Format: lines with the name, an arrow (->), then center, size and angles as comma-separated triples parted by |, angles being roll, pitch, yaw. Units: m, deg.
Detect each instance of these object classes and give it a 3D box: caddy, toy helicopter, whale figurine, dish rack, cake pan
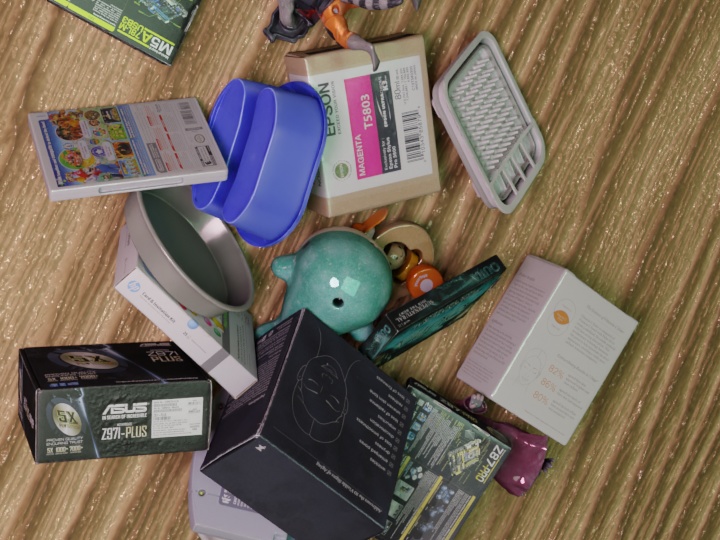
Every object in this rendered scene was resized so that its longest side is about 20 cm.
caddy -> -0.112, -0.130, 1.388 | 0.104, 0.141, 0.203 | 14, 97, -43
toy helicopter -> 0.000, 0.000, 1.510 | 0.198, 0.079, 0.133 | -28, 118, -2
whale figurine -> -0.049, 0.043, 1.444 | 0.159, 0.104, 0.200 | 40, 108, -15
dish rack -> 0.161, -0.188, 1.518 | 0.201, 0.043, 0.172 | 61, 43, -23
cake pan -> -0.199, -0.029, 1.360 | 0.037, 0.201, 0.200 | -34, 116, 17

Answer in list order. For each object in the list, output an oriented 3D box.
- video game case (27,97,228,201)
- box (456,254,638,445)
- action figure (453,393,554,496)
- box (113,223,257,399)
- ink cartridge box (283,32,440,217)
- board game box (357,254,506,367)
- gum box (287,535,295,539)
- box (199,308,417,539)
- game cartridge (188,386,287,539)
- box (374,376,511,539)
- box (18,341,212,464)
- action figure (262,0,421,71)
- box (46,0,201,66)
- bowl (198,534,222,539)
video game case -> -0.263, -0.140, 1.330 | 0.197, 0.144, 0.018 | -9, 136, -21
box -> 0.256, 0.108, 1.623 | 0.151, 0.106, 0.202 | 33, 88, -25
action figure -> 0.166, 0.221, 1.619 | 0.198, 0.149, 0.135 | 29, 107, -1
box -> -0.203, 0.038, 1.381 | 0.041, 0.156, 0.200 | -39, 115, 12
ink cartridge box -> 0.005, -0.182, 1.468 | 0.163, 0.075, 0.203 | -15, 108, -21
board game box -> 0.085, 0.059, 1.502 | 0.199, 0.136, 0.028 | -27, 73, -34
gum box -> -0.106, 0.415, 1.510 | 0.168, 0.045, 0.200 | 26, 129, -25
box -> -0.055, 0.193, 1.396 | 0.199, 0.123, 0.198 | 40, 40, -20
game cartridge -> -0.141, 0.237, 1.447 | 0.131, 0.041, 0.202 | 18, 53, -11
box -> 0.078, 0.265, 1.530 | 0.160, 0.049, 0.202 | 31, 99, -2
box -> -0.287, 0.148, 1.366 | 0.197, 0.164, 0.088 | -1, 103, -22
action figure -> -0.024, -0.347, 1.383 | 0.192, 0.105, 0.202 | 28, 77, 9
box -> -0.262, -0.363, 1.328 | 0.198, 0.047, 0.195 | 25, 94, -27
bowl -> -0.114, 0.300, 1.517 | 0.198, 0.090, 0.204 | -5, 104, -23
